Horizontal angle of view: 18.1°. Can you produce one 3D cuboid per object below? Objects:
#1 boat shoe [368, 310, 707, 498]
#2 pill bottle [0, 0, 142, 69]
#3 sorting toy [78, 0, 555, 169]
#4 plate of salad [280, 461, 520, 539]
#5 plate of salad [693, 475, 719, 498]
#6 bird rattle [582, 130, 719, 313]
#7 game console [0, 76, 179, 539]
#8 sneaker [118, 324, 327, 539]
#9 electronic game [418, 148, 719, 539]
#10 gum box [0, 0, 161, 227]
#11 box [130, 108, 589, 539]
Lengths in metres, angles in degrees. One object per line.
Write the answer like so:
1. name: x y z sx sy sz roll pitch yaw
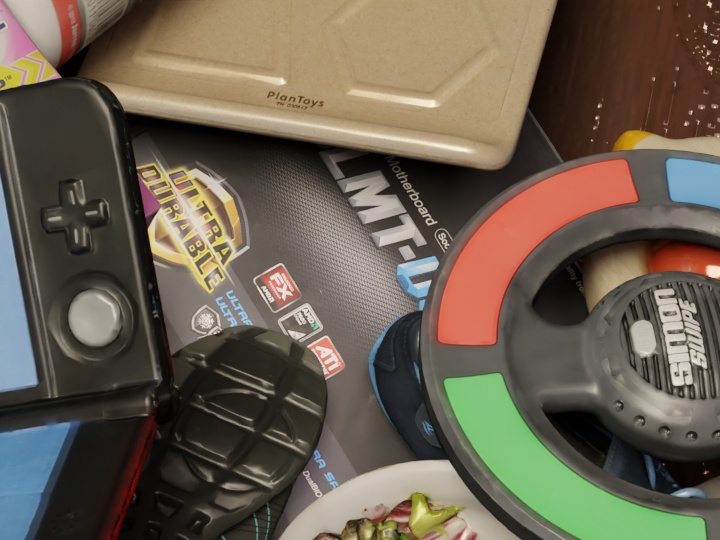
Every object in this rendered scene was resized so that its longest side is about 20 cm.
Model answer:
1. boat shoe: 0.082 0.095 0.895 0.200 0.069 0.084 35 76 0
2. pill bottle: -0.097 -0.174 0.903 0.116 0.116 0.200 44 65 7
3. sorting toy: -0.007 -0.124 0.961 0.184 0.037 0.200 10 53 12
4. plate of salad: 0.039 0.172 0.863 0.199 0.048 0.201 7 107 25
5. plate of salad: 0.188 0.178 0.938 0.199 0.048 0.201 1 74 -5
6. bird rattle: 0.170 0.015 0.943 0.162 0.113 0.201 11 70 -5
7. game console: -0.173 0.037 0.732 0.199 0.119 0.173 -10 92 18
8. sneaker: -0.074 0.107 0.875 0.075 0.079 0.200 23 54 8
9. electronic game: 0.121 0.034 0.844 0.199 0.042 0.201 2 54 -3
10. gum box: -0.161 -0.009 0.879 0.066 0.200 0.114 -34 81 -33
11. box: 0.000 0.000 0.969 0.198 0.050 0.200 -29 80 -12
